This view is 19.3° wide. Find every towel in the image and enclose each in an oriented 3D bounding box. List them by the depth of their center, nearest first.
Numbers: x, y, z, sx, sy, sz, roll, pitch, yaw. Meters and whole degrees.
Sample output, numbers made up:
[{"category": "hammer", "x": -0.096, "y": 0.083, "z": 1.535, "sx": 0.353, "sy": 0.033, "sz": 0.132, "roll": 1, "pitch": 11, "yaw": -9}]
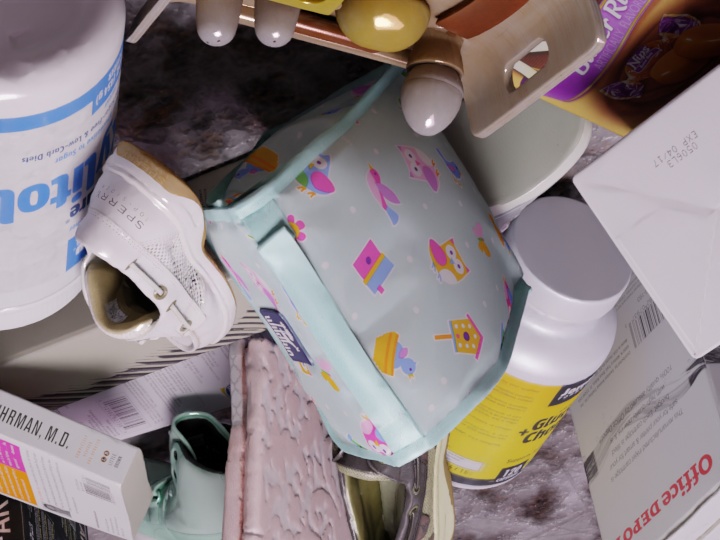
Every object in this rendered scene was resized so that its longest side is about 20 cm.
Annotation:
[{"category": "towel", "x": -0.039, "y": 0.157, "z": 1.338, "sx": 0.032, "sy": 0.193, "sz": 0.200, "roll": -6, "pitch": 159, "yaw": 21}]

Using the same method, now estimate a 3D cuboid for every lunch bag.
[{"category": "lunch bag", "x": 0.000, "y": 0.000, "z": 1.136, "sx": 0.121, "sy": 0.200, "sz": 0.171, "roll": -27, "pitch": 102, "yaw": 22}]

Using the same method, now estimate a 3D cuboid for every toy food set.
[{"category": "toy food set", "x": 0.000, "y": -0.117, "z": 1.027, "sx": 0.199, "sy": 0.061, "sz": 0.143, "roll": 12, "pitch": 161, "yaw": -19}]

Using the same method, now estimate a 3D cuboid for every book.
[{"category": "book", "x": -0.226, "y": 0.098, "z": 1.277, "sx": 0.199, "sy": 0.048, "sz": 0.134, "roll": 23, "pitch": 161, "yaw": 5}]

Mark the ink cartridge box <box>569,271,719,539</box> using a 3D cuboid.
[{"category": "ink cartridge box", "x": 0.210, "y": 0.088, "z": 1.367, "sx": 0.083, "sy": 0.201, "sz": 0.145, "roll": 9, "pitch": 141, "yaw": -26}]

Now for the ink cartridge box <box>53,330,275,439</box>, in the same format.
[{"category": "ink cartridge box", "x": -0.118, "y": 0.053, "z": 1.364, "sx": 0.199, "sy": 0.042, "sz": 0.120, "roll": -15, "pitch": 148, "yaw": 10}]

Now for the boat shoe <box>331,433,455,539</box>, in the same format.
[{"category": "boat shoe", "x": 0.015, "y": 0.112, "z": 1.339, "sx": 0.071, "sy": 0.066, "sz": 0.202, "roll": 14, "pitch": 129, "yaw": 34}]

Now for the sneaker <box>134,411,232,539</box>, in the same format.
[{"category": "sneaker", "x": -0.113, "y": 0.134, "z": 1.416, "sx": 0.073, "sy": 0.200, "sz": 0.119, "roll": -26, "pitch": 119, "yaw": -31}]

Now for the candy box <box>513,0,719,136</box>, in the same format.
[{"category": "candy box", "x": 0.116, "y": -0.149, "z": 1.134, "sx": 0.199, "sy": 0.057, "sz": 0.117, "roll": 20, "pitch": 135, "yaw": -35}]

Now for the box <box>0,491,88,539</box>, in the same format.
[{"category": "box", "x": -0.217, "y": 0.195, "z": 1.396, "sx": 0.043, "sy": 0.201, "sz": 0.161, "roll": -14, "pitch": 146, "yaw": 4}]

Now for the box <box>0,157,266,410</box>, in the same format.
[{"category": "box", "x": -0.131, "y": 0.011, "z": 1.267, "sx": 0.199, "sy": 0.083, "sz": 0.068, "roll": -20, "pitch": 146, "yaw": 14}]

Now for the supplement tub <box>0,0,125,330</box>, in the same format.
[{"category": "supplement tub", "x": -0.190, "y": -0.076, "z": 1.081, "sx": 0.131, "sy": 0.133, "sz": 0.201, "roll": -3, "pitch": 145, "yaw": -12}]

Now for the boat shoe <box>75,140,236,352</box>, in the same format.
[{"category": "boat shoe", "x": -0.117, "y": 0.004, "z": 1.110, "sx": 0.069, "sy": 0.071, "sz": 0.200, "roll": -51, "pitch": 161, "yaw": -16}]

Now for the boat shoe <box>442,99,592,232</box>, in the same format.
[{"category": "boat shoe", "x": 0.060, "y": -0.048, "z": 1.263, "sx": 0.200, "sy": 0.070, "sz": 0.071, "roll": -32, "pitch": 161, "yaw": 25}]

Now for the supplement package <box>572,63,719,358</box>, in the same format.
[{"category": "supplement package", "x": 0.228, "y": -0.053, "z": 1.164, "sx": 0.121, "sy": 0.120, "sz": 0.200, "roll": -38, "pitch": 174, "yaw": 31}]

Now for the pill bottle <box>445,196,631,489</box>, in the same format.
[{"category": "pill bottle", "x": 0.096, "y": 0.045, "z": 1.352, "sx": 0.111, "sy": 0.113, "sz": 0.200, "roll": 4, "pitch": 143, "yaw": -21}]
